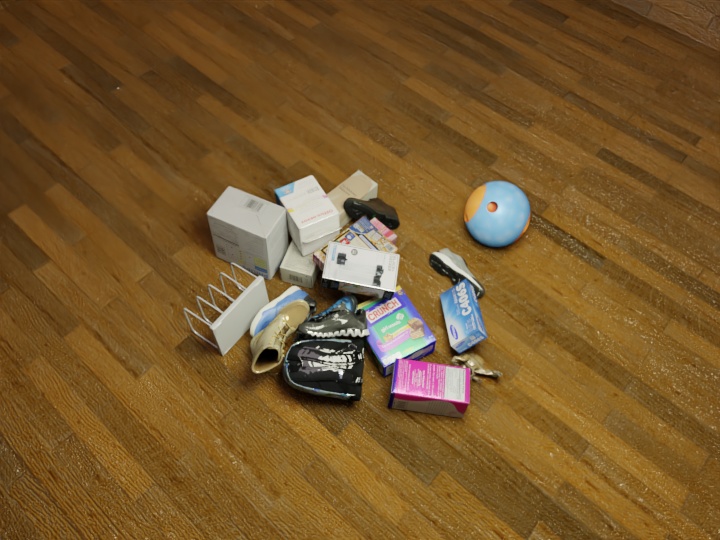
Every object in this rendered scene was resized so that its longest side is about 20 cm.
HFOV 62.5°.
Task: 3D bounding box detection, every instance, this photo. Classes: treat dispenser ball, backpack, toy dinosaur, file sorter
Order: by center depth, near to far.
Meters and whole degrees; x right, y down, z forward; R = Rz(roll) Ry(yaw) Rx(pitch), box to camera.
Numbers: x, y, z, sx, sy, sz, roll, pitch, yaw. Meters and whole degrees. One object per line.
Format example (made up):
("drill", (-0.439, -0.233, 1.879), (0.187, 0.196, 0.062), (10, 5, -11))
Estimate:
("backpack", (-0.104, 0.253, 1.541), (0.198, 0.154, 0.165), (7, 75, -23))
("toy dinosaur", (0.289, 0.249, 1.628), (0.200, 0.059, 0.101), (39, 46, 26))
("file sorter", (-0.367, 0.098, 1.635), (0.124, 0.139, 0.200), (30, 59, 20))
("treat dispenser ball", (0.418, -0.172, 1.819), (0.199, 0.202, 0.202), (1, 56, -2))

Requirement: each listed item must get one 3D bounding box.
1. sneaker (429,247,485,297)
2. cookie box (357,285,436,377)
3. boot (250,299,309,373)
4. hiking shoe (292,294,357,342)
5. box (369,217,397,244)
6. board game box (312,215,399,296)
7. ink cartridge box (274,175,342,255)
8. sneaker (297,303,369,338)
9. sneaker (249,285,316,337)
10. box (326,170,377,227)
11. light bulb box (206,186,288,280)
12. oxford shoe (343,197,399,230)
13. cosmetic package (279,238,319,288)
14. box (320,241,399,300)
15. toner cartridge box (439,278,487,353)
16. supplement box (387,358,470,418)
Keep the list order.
("sneaker", (0.300, 0.001, 1.775), (0.079, 0.074, 0.200), (-32, 63, -28))
("cookie box", (0.086, 0.166, 1.648), (0.170, 0.075, 0.201), (-24, 60, -16))
("boot", (-0.208, 0.171, 1.545), (0.200, 0.156, 0.073), (-40, 108, 3))
("hiking shoe", (-0.089, 0.141, 1.608), (0.200, 0.087, 0.074), (-45, 64, 2))
("box", (0.005, -0.052, 1.778), (0.200, 0.095, 0.103), (-38, 67, -24))
("board game box", (-0.013, -0.044, 1.687), (0.199, 0.046, 0.152), (-36, 69, -23))
("ink cartridge box", (-0.148, -0.152, 1.729), (0.128, 0.126, 0.201), (-23, 57, -16))
("sneaker", (-0.069, 0.130, 1.552), (0.198, 0.066, 0.091), (2, 90, -21))
("sneaker", (-0.206, 0.134, 1.653), (0.111, 0.077, 0.200), (30, 53, 27))
("box", (-0.043, -0.223, 1.903), (0.095, 0.078, 0.200), (37, 62, 20))
("light bulb box", (-0.323, -0.107, 1.736), (0.197, 0.201, 0.125), (23, 56, 12))
("oxford shoe", (0.030, -0.193, 1.862), (0.199, 0.073, 0.085), (18, 50, -31))
("cosmetic package", (-0.160, -0.056, 1.786), (0.103, 0.073, 0.201), (15, 56, 9))
("box", (0.000, 0.000, 1.602), (0.198, 0.060, 0.118), (12, 62, -3))
("toner cartridge box", (0.284, 0.124, 1.649), (0.095, 0.043, 0.201), (-36, 34, 24))
("supplement box", (0.178, 0.307, 1.542), (0.198, 0.102, 0.104), (9, 55, 2))
